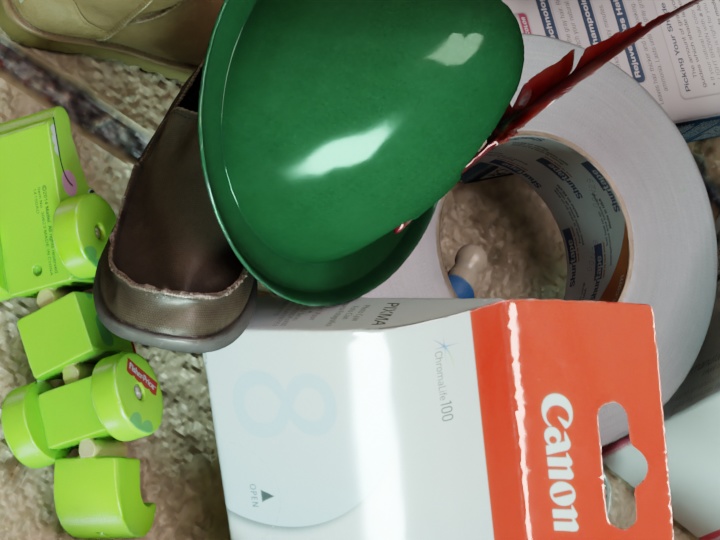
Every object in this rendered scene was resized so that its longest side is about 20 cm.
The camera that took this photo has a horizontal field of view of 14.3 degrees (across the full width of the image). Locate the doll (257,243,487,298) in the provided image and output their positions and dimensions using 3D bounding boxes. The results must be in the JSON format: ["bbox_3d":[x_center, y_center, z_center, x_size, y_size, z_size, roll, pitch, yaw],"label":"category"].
[{"bbox_3d":[0.000,0.000,1.398,0.136,0.048,0.201,-7,78,-29],"label":"doll"}]

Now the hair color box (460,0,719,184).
[{"bbox_3d":[0.133,-0.114,1.497,0.199,0.060,0.101,-11,80,-31],"label":"hair color box"}]

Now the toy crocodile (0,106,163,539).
[{"bbox_3d":[-0.131,0.025,1.311,0.062,0.067,0.201,5,69,-62],"label":"toy crocodile"}]

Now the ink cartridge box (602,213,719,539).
[{"bbox_3d":[0.221,0.023,1.453,0.085,0.146,0.200,37,61,-10],"label":"ink cartridge box"}]

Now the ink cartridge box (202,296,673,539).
[{"bbox_3d":[0.036,0.094,1.280,0.047,0.199,0.161,-48,135,-61],"label":"ink cartridge box"}]

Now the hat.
[{"bbox_3d":[0.054,-0.078,1.211,0.166,0.175,0.201,38,66,-44],"label":"hat"}]

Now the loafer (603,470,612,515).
[{"bbox_3d":[0.066,0.161,1.371,0.070,0.070,0.200,43,60,-11],"label":"loafer"}]

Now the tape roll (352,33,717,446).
[{"bbox_3d":[0.069,-0.008,1.368,0.199,0.066,0.202,4,80,-24],"label":"tape roll"}]

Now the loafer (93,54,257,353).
[{"bbox_3d":[-0.074,-0.040,1.283,0.073,0.071,0.200,9,37,0],"label":"loafer"}]

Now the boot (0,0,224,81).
[{"bbox_3d":[-0.063,-0.149,1.319,0.174,0.200,0.067,-2,75,-29],"label":"boot"}]
